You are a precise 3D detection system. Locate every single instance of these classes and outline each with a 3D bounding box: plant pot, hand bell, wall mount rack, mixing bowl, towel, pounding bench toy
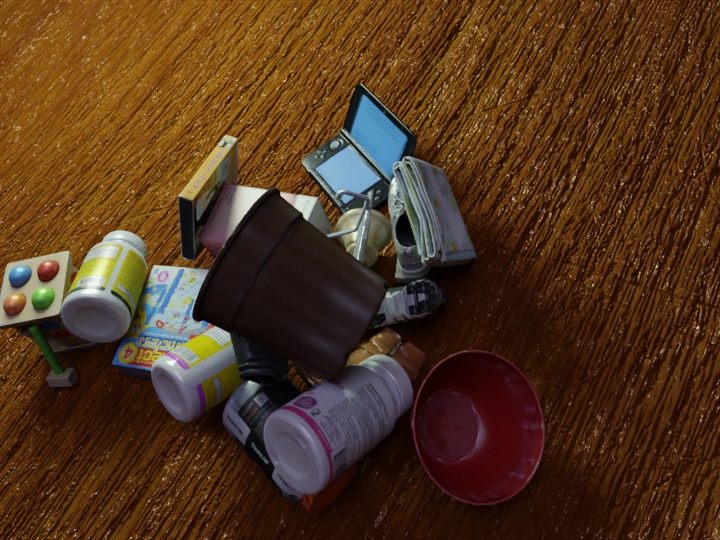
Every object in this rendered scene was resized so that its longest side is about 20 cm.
[{"bbox_3d":[-0.081,0.031,0.777,0.197,0.200,0.202,32,70,0],"label":"plant pot"},{"bbox_3d":[0.000,0.000,0.988,0.103,0.105,0.202,-4,43,10],"label":"hand bell"},{"bbox_3d":[-0.036,-0.030,0.946,0.074,0.174,0.202,14,63,-7],"label":"wall mount rack"},{"bbox_3d":[0.147,0.220,0.846,0.197,0.108,0.203,4,75,-17],"label":"mixing bowl"},{"bbox_3d":[0.126,-0.092,0.969,0.048,0.199,0.173,-19,83,24],"label":"towel"},{"bbox_3d":[-0.552,0.092,1.059,0.122,0.156,0.202,-11,60,6],"label":"pounding bench toy"}]

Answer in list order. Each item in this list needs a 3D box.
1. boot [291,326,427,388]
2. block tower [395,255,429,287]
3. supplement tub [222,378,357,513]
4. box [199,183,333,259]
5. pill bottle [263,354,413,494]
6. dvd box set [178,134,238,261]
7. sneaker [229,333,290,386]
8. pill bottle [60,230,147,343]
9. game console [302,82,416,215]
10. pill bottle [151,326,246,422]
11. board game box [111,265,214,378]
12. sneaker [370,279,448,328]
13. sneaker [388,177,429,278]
[{"bbox_3d":[-0.004,0.150,0.962,0.199,0.074,0.155,34,73,14],"label":"boot"},{"bbox_3d":[0.101,-0.061,1.061,0.053,0.058,0.202,3,61,14],"label":"block tower"},{"bbox_3d":[-0.105,0.255,0.894,0.122,0.123,0.200,-44,61,-13],"label":"supplement tub"},{"bbox_3d":[-0.169,-0.067,1.086,0.197,0.109,0.129,10,64,20],"label":"box"},{"bbox_3d":[-0.023,0.198,0.804,0.113,0.114,0.199,36,39,26],"label":"pill bottle"},{"bbox_3d":[-0.277,-0.135,1.097,0.029,0.147,0.201,16,44,3],"label":"dvd box set"},{"bbox_3d":[-0.115,0.124,0.905,0.070,0.199,0.101,-17,73,41],"label":"sneaker"},{"bbox_3d":[-0.446,0.021,1.060,0.111,0.113,0.201,-11,39,6],"label":"pill bottle"},{"bbox_3d":[-0.010,-0.226,1.139,0.175,0.117,0.201,-34,60,-8],"label":"game console"},{"bbox_3d":[-0.213,0.140,0.923,0.104,0.105,0.199,34,42,26],"label":"pill bottle"},{"bbox_3d":[-0.310,0.095,1.050,0.197,0.056,0.198,3,62,22],"label":"board game box"},{"bbox_3d":[0.062,0.060,0.999,0.198,0.090,0.067,-13,77,33],"label":"sneaker"},{"bbox_3d":[0.086,-0.091,1.000,0.074,0.082,0.202,-11,59,6],"label":"sneaker"}]
